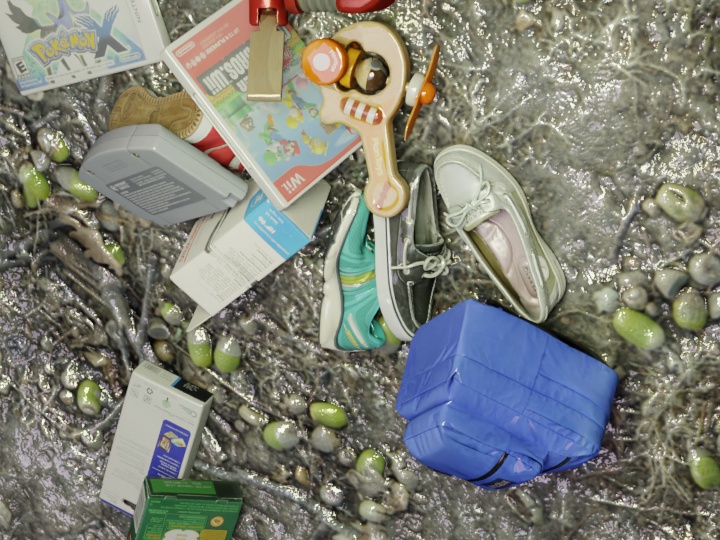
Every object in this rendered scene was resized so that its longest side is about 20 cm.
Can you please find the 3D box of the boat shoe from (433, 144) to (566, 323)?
[{"bbox_3d":[0.141,-0.038,1.588,0.074,0.065,0.202,-26,101,29],"label":"boat shoe"}]

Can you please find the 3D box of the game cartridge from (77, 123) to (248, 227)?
[{"bbox_3d":[-0.219,-0.102,1.641,0.133,0.041,0.200,30,159,-27],"label":"game cartridge"}]

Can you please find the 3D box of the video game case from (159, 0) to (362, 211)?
[{"bbox_3d":[-0.094,-0.179,1.579,0.200,0.143,0.017,53,148,-7],"label":"video game case"}]

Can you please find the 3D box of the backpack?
[{"bbox_3d":[0.152,0.142,1.586,0.199,0.168,0.162,22,161,-17],"label":"backpack"}]

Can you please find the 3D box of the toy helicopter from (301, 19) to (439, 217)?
[{"bbox_3d":[0.024,-0.154,1.562,0.132,0.079,0.201,-8,98,16],"label":"toy helicopter"}]

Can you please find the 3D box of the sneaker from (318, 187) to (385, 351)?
[{"bbox_3d":[0.000,0.000,1.666,0.079,0.078,0.201,6,123,4],"label":"sneaker"}]

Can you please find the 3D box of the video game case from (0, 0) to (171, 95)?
[{"bbox_3d":[-0.318,-0.298,1.678,0.199,0.022,0.183,-10,108,25],"label":"video game case"}]

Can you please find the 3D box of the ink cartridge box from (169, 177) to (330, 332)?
[{"bbox_3d":[-0.132,-0.032,1.662,0.200,0.116,0.068,-36,110,30],"label":"ink cartridge box"}]

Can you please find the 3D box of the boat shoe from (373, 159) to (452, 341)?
[{"bbox_3d":[0.061,-0.018,1.624,0.068,0.073,0.200,6,106,35],"label":"boat shoe"}]

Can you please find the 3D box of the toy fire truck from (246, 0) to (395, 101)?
[{"bbox_3d":[-0.047,-0.268,1.501,0.175,0.129,0.201,5,102,18],"label":"toy fire truck"}]

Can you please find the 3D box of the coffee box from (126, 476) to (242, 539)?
[{"bbox_3d":[-0.227,0.342,1.879,0.122,0.044,0.201,6,121,-21],"label":"coffee box"}]

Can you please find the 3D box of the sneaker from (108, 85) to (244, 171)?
[{"bbox_3d":[-0.185,-0.152,1.663,0.200,0.112,0.072,10,85,51],"label":"sneaker"}]

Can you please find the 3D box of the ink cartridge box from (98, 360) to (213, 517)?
[{"bbox_3d":[-0.250,0.215,1.868,0.099,0.039,0.201,25,118,9],"label":"ink cartridge box"}]
